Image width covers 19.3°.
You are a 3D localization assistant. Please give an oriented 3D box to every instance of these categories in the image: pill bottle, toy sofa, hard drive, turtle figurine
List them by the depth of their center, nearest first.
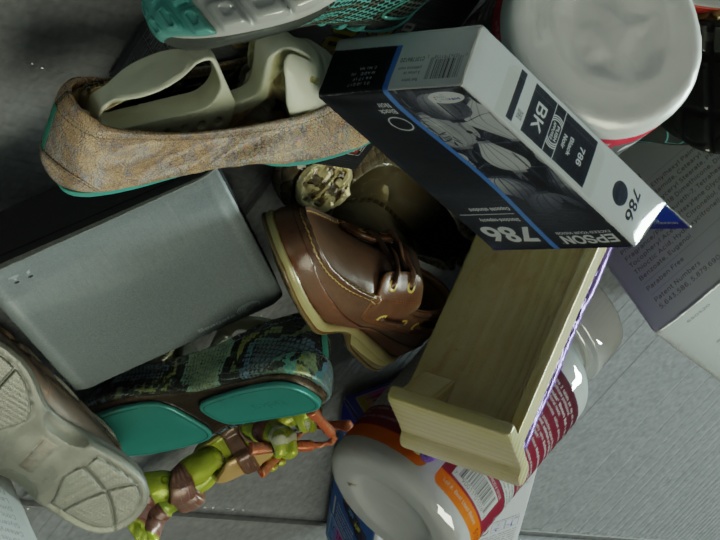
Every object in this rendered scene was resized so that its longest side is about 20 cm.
[{"bbox_3d":[0.098,-0.100,1.166,0.110,0.111,0.200,-17,172,-21],"label":"pill bottle"},{"bbox_3d":[-0.128,-0.001,1.186,0.139,0.033,0.200,-24,158,-1],"label":"hard drive"},{"bbox_3d":[0.096,0.027,1.283,0.201,0.082,0.098,-65,157,-23],"label":"toy sofa"},{"bbox_3d":[-0.084,0.117,1.369,0.161,0.065,0.200,-33,177,-6],"label":"turtle figurine"},{"bbox_3d":[0.080,0.087,1.386,0.200,0.109,0.110,-47,153,-26],"label":"pill bottle"}]

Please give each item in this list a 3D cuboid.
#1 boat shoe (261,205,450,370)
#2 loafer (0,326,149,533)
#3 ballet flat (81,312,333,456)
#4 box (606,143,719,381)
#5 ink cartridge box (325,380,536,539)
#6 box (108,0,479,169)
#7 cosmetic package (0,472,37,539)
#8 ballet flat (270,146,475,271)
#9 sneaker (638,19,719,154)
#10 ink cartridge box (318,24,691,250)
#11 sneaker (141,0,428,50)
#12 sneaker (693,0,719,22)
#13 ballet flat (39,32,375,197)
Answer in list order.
[{"bbox_3d":[0.000,0.001,1.242,0.067,0.072,0.200,-25,156,12],"label":"boat shoe"},{"bbox_3d":[-0.204,0.081,1.242,0.072,0.063,0.200,-39,124,8],"label":"loafer"},{"bbox_3d":[-0.096,0.067,1.299,0.199,0.075,0.074,-12,157,31],"label":"ballet flat"},{"bbox_3d":[0.278,-0.035,1.420,0.200,0.131,0.199,-41,145,13],"label":"box"},{"bbox_3d":[0.055,0.136,1.511,0.136,0.077,0.201,-18,145,-21],"label":"ink cartridge box"},{"bbox_3d":[-0.017,-0.148,1.116,0.158,0.048,0.200,7,130,-44],"label":"box"},{"bbox_3d":[-0.287,0.187,1.193,0.165,0.201,0.165,-43,145,16],"label":"cosmetic package"},{"bbox_3d":[0.020,-0.037,1.289,0.067,0.046,0.200,-43,145,17],"label":"ballet flat"},{"bbox_3d":[0.189,-0.109,1.243,0.079,0.199,0.076,-8,101,-47],"label":"sneaker"},{"bbox_3d":[0.077,-0.054,1.084,0.200,0.099,0.039,36,64,-39],"label":"ink cartridge box"},{"bbox_3d":[-0.008,-0.142,1.026,0.199,0.078,0.091,-22,148,-10],"label":"sneaker"},{"bbox_3d":[0.174,-0.188,1.208,0.199,0.091,0.075,8,171,-17],"label":"sneaker"},{"bbox_3d":[-0.063,-0.085,1.062,0.199,0.068,0.068,-16,136,-23],"label":"ballet flat"}]
